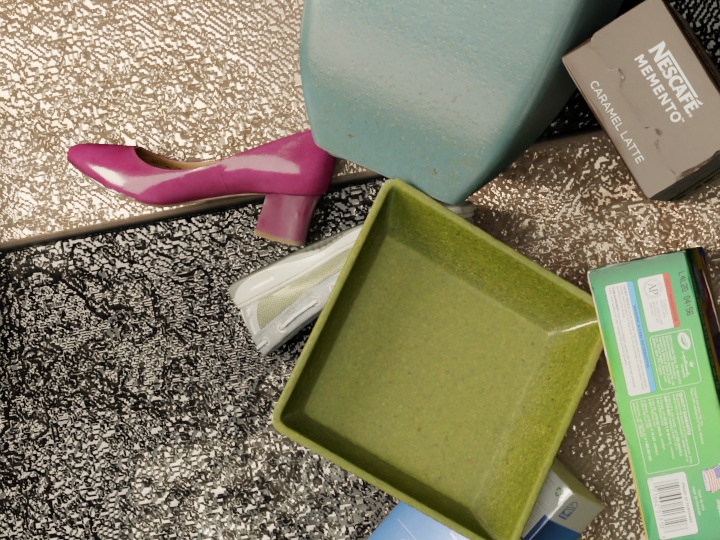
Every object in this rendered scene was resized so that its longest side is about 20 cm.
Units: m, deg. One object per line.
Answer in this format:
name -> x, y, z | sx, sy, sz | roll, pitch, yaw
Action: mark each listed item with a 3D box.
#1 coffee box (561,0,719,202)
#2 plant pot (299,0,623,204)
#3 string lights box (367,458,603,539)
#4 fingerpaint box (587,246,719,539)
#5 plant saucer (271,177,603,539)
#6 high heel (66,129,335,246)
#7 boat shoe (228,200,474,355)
coffee box -> 0.212, -0.114, 1.472 | 0.080, 0.200, 0.115 | -33, 85, 12
plant pot -> 0.065, -0.163, 1.519 | 0.195, 0.196, 0.200 | 23, 109, 12
string lights box -> 0.070, 0.209, 1.560 | 0.200, 0.059, 0.103 | -49, 56, 8
fingerpaint box -> 0.223, 0.087, 1.492 | 0.073, 0.167, 0.200 | -13, 88, 13
plant saucer -> 0.053, 0.070, 1.494 | 0.199, 0.048, 0.200 | 31, 72, -15
high heel -> -0.120, -0.091, 1.620 | 0.200, 0.067, 0.096 | 15, 105, -2
boat shoe -> -0.001, 0.001, 1.596 | 0.202, 0.074, 0.065 | -23, 92, 17
